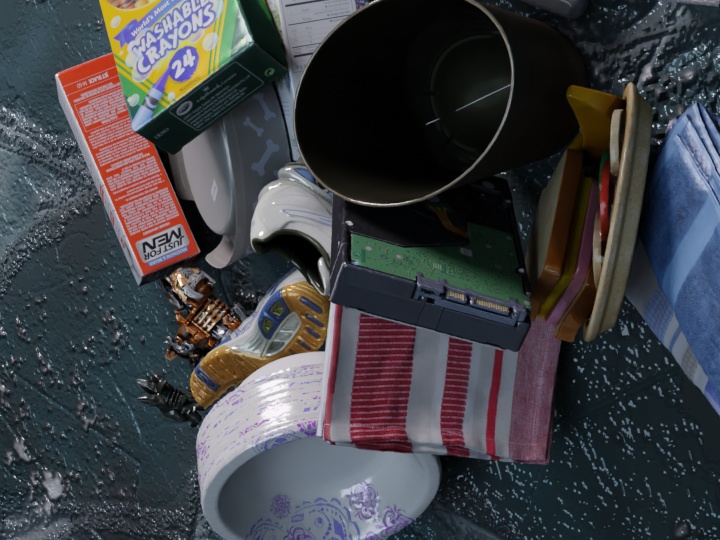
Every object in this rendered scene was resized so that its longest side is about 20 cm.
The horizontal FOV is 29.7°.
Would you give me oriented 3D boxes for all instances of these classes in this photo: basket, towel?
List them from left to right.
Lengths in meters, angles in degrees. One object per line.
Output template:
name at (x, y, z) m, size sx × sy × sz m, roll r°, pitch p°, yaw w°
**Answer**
towel at (0.067, 0.072, 1.056) m, size 0.023 × 0.199 × 0.145 m, roll 172°, pitch 105°, yaw -67°
basket at (0.078, -0.128, 0.990) m, size 0.180 × 0.200 × 0.137 m, roll -24°, pitch 85°, yaw 34°
towel at (0.240, -0.003, 0.954) m, size 0.200 × 0.024 × 0.148 m, roll -114°, pitch 36°, yaw -56°
towel at (0.232, -0.003, 0.873) m, size 0.201 × 0.048 × 0.112 m, roll -106°, pitch 27°, yaw -42°

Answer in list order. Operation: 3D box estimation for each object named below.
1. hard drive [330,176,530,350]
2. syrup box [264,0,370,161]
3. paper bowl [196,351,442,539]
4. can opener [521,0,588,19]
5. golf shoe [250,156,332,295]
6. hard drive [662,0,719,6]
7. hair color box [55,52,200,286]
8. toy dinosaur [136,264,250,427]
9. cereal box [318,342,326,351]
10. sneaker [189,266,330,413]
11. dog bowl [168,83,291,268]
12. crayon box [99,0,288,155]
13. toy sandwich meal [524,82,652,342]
hard drive at (0.048, -0.024, 0.994) m, size 0.139 × 0.200 × 0.038 m, roll 15°, pitch 119°, yaw -10°
syrup box at (-0.035, -0.192, 1.121) m, size 0.079 × 0.081 × 0.201 m, roll -157°, pitch 55°, yaw -73°
paper bowl at (-0.037, 0.146, 1.136) m, size 0.201 × 0.200 × 0.105 m, roll -46°, pitch 39°, yaw 36°
can opener at (0.091, -0.254, 1.051) m, size 0.199 × 0.067 × 0.054 m, roll 25°, pitch 117°, yaw 14°
golf shoe at (0.000, 0.000, 1.082) m, size 0.199 × 0.097 × 0.078 m, roll 28°, pitch 135°, yaw -2°
hard drive at (0.274, -0.277, 0.912) m, size 0.139 × 0.038 × 0.202 m, roll 13°, pitch 110°, yaw 33°
hair color box at (-0.219, -0.092, 1.281) m, size 0.111 × 0.064 × 0.201 m, roll 155°, pitch 93°, yaw -78°
toy dinosaur at (-0.132, 0.090, 1.276) m, size 0.135 × 0.102 × 0.201 m, roll -22°, pitch 90°, yaw 39°
cereal box at (0.018, 0.053, 1.195) m, size 0.144 × 0.039 × 0.200 m, roll 51°, pitch 127°, yaw 12°
sneaker at (-0.073, 0.060, 1.191) m, size 0.075 × 0.088 × 0.200 m, roll 43°, pitch 128°, yaw -9°
dog bowl at (-0.116, -0.105, 1.186) m, size 0.200 × 0.058 × 0.202 m, roll 167°, pitch 90°, yaw -70°
crayon box at (-0.145, -0.211, 1.109) m, size 0.125 × 0.052 × 0.201 m, roll -33°, pitch 55°, yaw 20°
toy sandwich meal at (0.159, -0.042, 0.979) m, size 0.070 × 0.205 × 0.207 m, roll 9°, pitch 111°, yaw 7°
